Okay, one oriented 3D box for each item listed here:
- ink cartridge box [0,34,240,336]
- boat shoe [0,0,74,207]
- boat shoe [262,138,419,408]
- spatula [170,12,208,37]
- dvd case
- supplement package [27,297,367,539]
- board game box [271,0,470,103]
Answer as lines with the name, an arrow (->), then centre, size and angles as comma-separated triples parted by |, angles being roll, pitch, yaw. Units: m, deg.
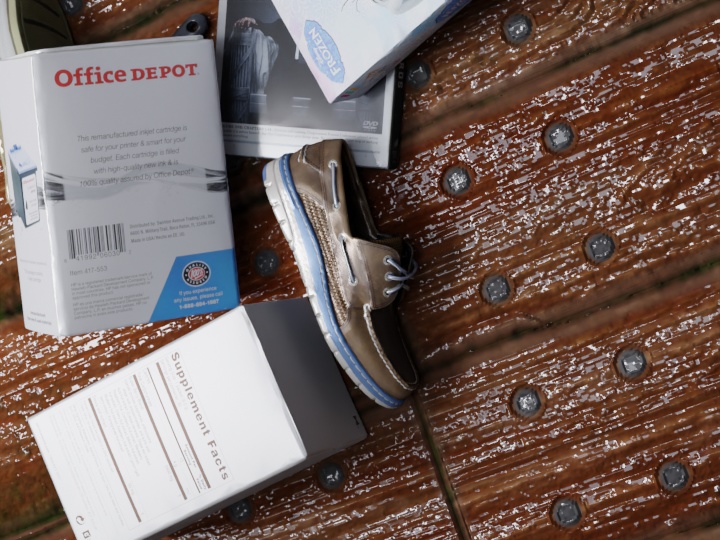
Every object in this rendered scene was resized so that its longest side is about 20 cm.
ink cartridge box -> -0.177, -0.063, 1.326 | 0.086, 0.145, 0.202 | 2, 100, 59
boat shoe -> -0.260, -0.137, 1.403 | 0.068, 0.075, 0.202 | -22, 70, 26
boat shoe -> 0.000, 0.000, 1.307 | 0.072, 0.072, 0.201 | -26, 91, 20
spatula -> -0.181, -0.119, 1.409 | 0.057, 0.021, 0.200 | 45, 106, 19
dvd case -> -0.036, -0.181, 1.347 | 0.149, 0.025, 0.202 | 6, 95, 21
supplement package -> -0.119, 0.116, 1.340 | 0.199, 0.121, 0.121 | -27, 82, 20
board game box -> 0.002, -0.254, 1.260 | 0.199, 0.043, 0.201 | -36, 79, 39
